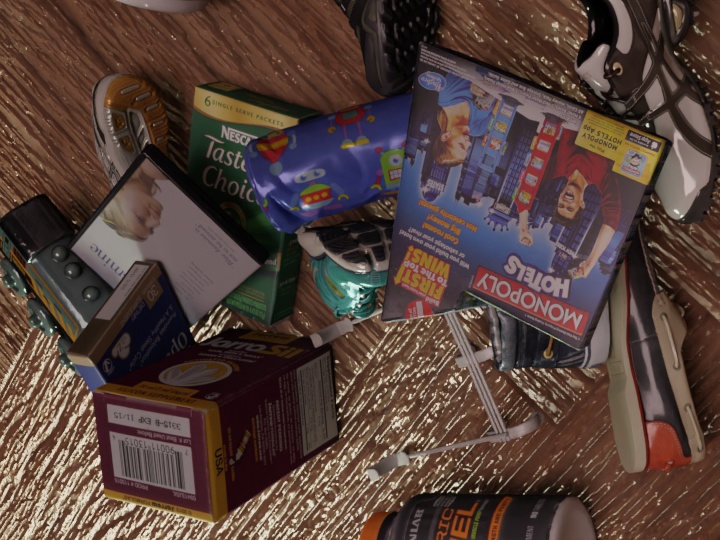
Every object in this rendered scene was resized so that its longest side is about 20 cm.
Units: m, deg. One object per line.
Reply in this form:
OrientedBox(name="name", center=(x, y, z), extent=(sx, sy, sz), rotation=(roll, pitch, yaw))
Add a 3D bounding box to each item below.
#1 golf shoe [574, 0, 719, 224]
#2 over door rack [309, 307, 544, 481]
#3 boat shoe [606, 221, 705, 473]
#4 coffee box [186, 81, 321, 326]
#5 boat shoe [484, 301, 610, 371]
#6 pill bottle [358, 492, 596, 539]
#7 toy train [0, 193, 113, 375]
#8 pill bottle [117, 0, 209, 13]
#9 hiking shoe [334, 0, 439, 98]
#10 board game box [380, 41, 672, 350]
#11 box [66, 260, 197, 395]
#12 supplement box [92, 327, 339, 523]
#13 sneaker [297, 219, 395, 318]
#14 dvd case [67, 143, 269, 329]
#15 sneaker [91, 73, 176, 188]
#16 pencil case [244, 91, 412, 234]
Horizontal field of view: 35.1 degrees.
OrientedBox(name="golf shoe", center=(0.197, -0.127, 0.815), extent=(0.078, 0.093, 0.204), rotation=(172, 85, -75))
OrientedBox(name="over door rack", center=(0.060, 0.087, 0.990), extent=(0.199, 0.066, 0.150), rotation=(-26, 87, 46))
OrientedBox(name="boat shoe", center=(0.221, 0.053, 0.877), extent=(0.061, 0.071, 0.204), rotation=(-7, 86, -4))
OrientedBox(name="coffee box", center=(-0.108, -0.063, 1.060), extent=(0.122, 0.044, 0.203), rotation=(21, 114, 26))
OrientedBox(name="boat shoe", center=(0.139, -0.021, 0.874), extent=(0.089, 0.071, 0.204), rotation=(-5, 95, -6))
OrientedBox(name="pill bottle", center=(0.096, 0.247, 0.981), extent=(0.197, 0.106, 0.108), rotation=(-7, 100, 33))
OrientedBox(name="toy train", center=(-0.301, 0.018, 1.161), extent=(0.201, 0.085, 0.114), rotation=(51, 151, 10))
OrientedBox(name="pill bottle", center=(-0.168, -0.335, 0.984), extent=(0.108, 0.109, 0.203), rotation=(23, 115, 24))
OrientedBox(name="hiking shoe", center=(0.003, -0.242, 0.937), extent=(0.100, 0.075, 0.204), rotation=(0, 99, 46))
OrientedBox(name="board game box", center=(0.101, -0.034, 0.820), extent=(0.198, 0.061, 0.203), rotation=(28, 107, 28))
OrientedBox(name="box", center=(-0.193, 0.107, 1.072), extent=(0.032, 0.122, 0.202), rotation=(5, 134, 27))
OrientedBox(name="supplement box", center=(-0.124, 0.132, 1.029), extent=(0.129, 0.199, 0.105), rotation=(4, 105, 30))
OrientedBox(name="sneaker", center=(0.000, 0.000, 0.948), extent=(0.076, 0.200, 0.081), rotation=(-11, 94, -11))
OrientedBox(name="dvd case", center=(-0.183, -0.018, 1.052), extent=(0.142, 0.018, 0.200), rotation=(43, 140, -9))
OrientedBox(name="sneaker", center=(-0.214, -0.096, 1.113), extent=(0.087, 0.075, 0.203), rotation=(28, 130, 55))
OrientedBox(name="pencil case", center=(0.004, -0.089, 0.921), extent=(0.197, 0.078, 0.088), rotation=(-16, 114, 7))
